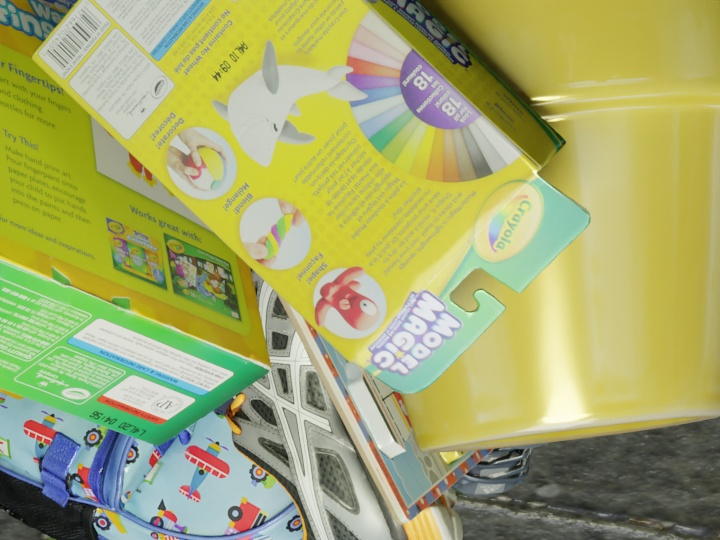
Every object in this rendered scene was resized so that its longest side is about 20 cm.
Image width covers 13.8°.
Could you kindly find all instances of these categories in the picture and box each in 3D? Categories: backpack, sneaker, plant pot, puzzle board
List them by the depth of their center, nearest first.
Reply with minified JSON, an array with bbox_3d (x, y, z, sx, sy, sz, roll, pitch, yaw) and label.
[{"bbox_3d":[0.076,-0.025,1.236,0.201,0.189,0.201,-6,174,-1],"label":"plant pot"},{"bbox_3d":[0.000,0.000,1.290,0.017,0.200,0.151,-27,-178,22],"label":"puzzle board"},{"bbox_3d":[-0.028,0.047,1.312,0.077,0.200,0.078,-26,169,12],"label":"sneaker"},{"bbox_3d":[-0.071,0.064,1.404,0.200,0.183,0.135,27,164,25],"label":"backpack"},{"bbox_3d":[0.070,0.074,1.490,0.074,0.081,0.200,-4,-175,-7],"label":"sneaker"}]

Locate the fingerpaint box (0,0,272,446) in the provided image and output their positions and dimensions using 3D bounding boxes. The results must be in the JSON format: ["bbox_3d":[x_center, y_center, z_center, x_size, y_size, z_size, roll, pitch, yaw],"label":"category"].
[{"bbox_3d":[-0.141,-0.040,1.181,0.073,0.167,0.200,-34,142,29],"label":"fingerpaint box"}]

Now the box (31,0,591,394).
[{"bbox_3d":[-0.014,-0.057,1.137,0.200,0.048,0.117,45,116,2],"label":"box"}]
